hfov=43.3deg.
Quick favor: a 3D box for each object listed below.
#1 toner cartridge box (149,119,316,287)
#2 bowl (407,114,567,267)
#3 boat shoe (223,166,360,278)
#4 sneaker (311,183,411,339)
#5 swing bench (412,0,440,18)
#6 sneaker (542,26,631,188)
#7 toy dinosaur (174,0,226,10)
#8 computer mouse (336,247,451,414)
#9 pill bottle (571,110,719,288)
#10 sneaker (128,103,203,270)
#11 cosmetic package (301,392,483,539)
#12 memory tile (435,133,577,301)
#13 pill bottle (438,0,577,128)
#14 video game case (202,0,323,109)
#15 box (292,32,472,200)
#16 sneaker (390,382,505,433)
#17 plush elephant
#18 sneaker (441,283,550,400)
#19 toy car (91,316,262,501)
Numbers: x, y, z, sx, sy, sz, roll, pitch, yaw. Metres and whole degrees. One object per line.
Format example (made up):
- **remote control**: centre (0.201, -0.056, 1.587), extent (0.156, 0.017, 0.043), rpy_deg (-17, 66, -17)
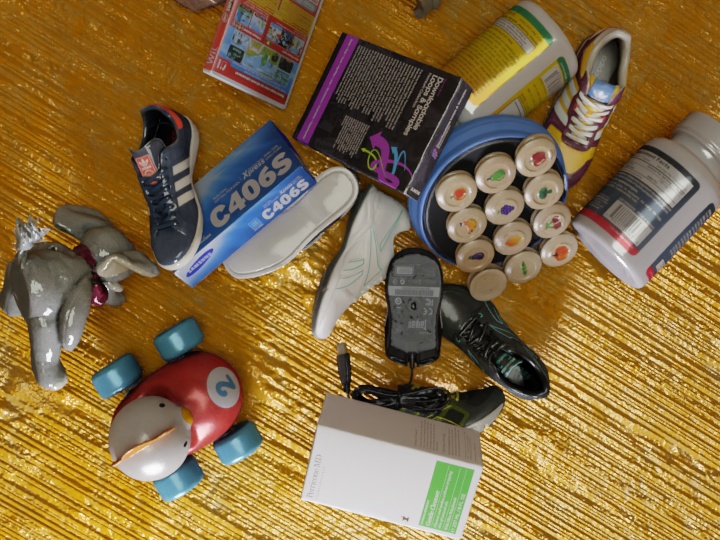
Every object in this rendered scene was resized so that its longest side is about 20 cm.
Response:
- **toner cartridge box**: centre (-0.156, -0.081, 1.099), extent (0.199, 0.043, 0.095), rpy_deg (-40, 53, 5)
- **bowl**: centre (0.156, -0.088, 1.089), extent (0.197, 0.040, 0.203), rpy_deg (-8, 129, -10)
- **boat shoe**: centre (-0.083, -0.060, 1.125), extent (0.199, 0.060, 0.074), rpy_deg (-39, 88, 9)
- **sneaker**: centre (0.000, 0.000, 1.130), extent (0.079, 0.070, 0.203), rpy_deg (25, 95, -13)
- **swing bench**: centre (0.083, -0.444, 1.063), extent (0.199, 0.130, 0.200), rpy_deg (-45, 95, 2)
- **sneaker**: centre (0.274, -0.199, 1.110), extent (0.074, 0.090, 0.204), rpy_deg (15, 94, -4)
- **toy dinosaur**: centre (-0.173, -0.350, 1.092), extent (0.196, 0.087, 0.136), rpy_deg (-8, 140, 18)
- **computer mouse**: centre (0.038, 0.076, 1.122), extent (0.138, 0.046, 0.204), rpy_deg (-4, 91, 6)
- **pill bottle**: centre (0.366, -0.089, 1.109), extent (0.120, 0.120, 0.200), rpy_deg (44, 92, -5)
- **sneaker**: centre (-0.236, -0.103, 1.067), extent (0.074, 0.084, 0.203), rpy_deg (-15, 67, 19)
- **cosmetic package**: centre (0.037, 0.231, 1.082), extent (0.196, 0.085, 0.109), rpy_deg (12, 110, -1)
- **memory tile**: centre (0.177, -0.057, 1.082), extent (0.151, 0.017, 0.202), rpy_deg (-23, 130, 3)
- **pill bottle**: centre (0.152, -0.218, 1.094), extent (0.199, 0.113, 0.113), rpy_deg (-40, 95, 2)
- **video game case**: centre (-0.102, -0.307, 1.071), extent (0.017, 0.142, 0.203), rpy_deg (22, 94, 33)
- **box**: centre (0.021, -0.184, 1.072), extent (0.199, 0.036, 0.145), rpy_deg (31, 96, 38)
- **sneaker**: centre (0.085, 0.178, 1.145), extent (0.197, 0.074, 0.086), rpy_deg (-20, 95, 0)
- **plush elephant**: centre (-0.335, 0.007, 1.090), extent (0.153, 0.165, 0.202), rpy_deg (-14, 135, -35)
- **sneaker**: centre (0.165, 0.088, 1.139), extent (0.199, 0.079, 0.076), rpy_deg (39, 94, -3)
- **toy car**: centre (-0.227, 0.181, 1.072), extent (0.175, 0.200, 0.186), rpy_deg (-30, 96, 1)
